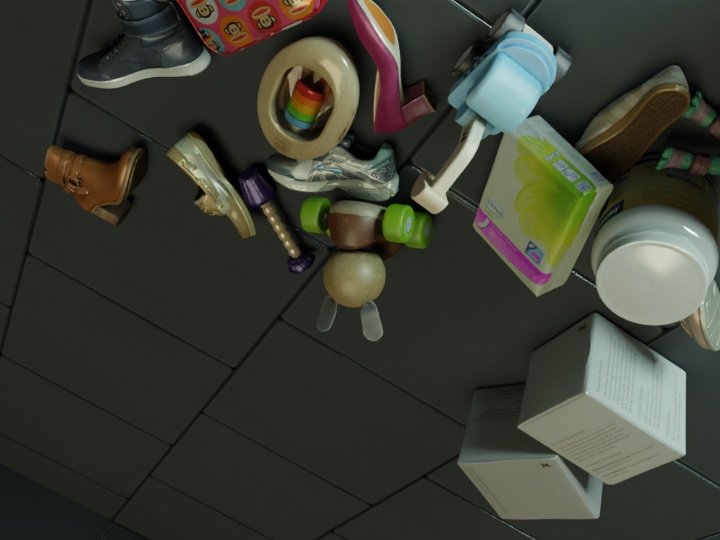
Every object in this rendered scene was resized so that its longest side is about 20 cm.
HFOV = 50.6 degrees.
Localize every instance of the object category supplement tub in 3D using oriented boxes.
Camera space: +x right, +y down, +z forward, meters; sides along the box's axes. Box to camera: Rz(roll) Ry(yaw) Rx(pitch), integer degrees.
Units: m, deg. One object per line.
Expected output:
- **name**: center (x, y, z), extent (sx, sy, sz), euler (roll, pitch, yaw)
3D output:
- **supplement tub**: center (0.367, -0.040, 0.948), extent (0.144, 0.200, 0.145), euler (13, 129, 16)

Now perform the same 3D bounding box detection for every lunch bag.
- **lunch bag**: center (-0.142, -0.375, 0.928), extent (0.200, 0.082, 0.176), euler (-13, 124, 32)

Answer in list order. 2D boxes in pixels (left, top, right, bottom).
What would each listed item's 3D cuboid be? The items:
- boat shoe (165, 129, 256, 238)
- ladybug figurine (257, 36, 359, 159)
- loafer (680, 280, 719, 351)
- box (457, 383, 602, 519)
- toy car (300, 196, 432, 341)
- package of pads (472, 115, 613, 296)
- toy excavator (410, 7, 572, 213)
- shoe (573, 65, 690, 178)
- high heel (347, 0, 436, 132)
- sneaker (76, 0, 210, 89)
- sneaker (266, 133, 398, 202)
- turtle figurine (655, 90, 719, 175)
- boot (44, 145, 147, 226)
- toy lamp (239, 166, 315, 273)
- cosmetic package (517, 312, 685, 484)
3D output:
- **boat shoe**: center (-0.239, -0.127, 1.219), extent (0.200, 0.066, 0.074), euler (59, 168, -26)
- **ladybug figurine**: center (-0.067, -0.236, 1.036), extent (0.136, 0.072, 0.200), euler (35, 135, -4)
- **loafer**: center (0.474, 0.032, 1.102), extent (0.063, 0.072, 0.200), euler (2, 131, 45)
- **box**: center (0.320, 0.333, 1.398), extent (0.200, 0.171, 0.199), euler (-14, 127, 34)
- **toy car**: center (0.000, 0.000, 1.140), extent (0.164, 0.200, 0.158), euler (8, 179, 25)
- **package of pads**: center (0.235, -0.087, 1.019), extent (0.155, 0.068, 0.200), euler (53, 151, 30)
- **toy excavator**: center (0.143, -0.183, 0.907), extent (0.100, 0.200, 0.194), euler (35, 137, -14)
- **shoe**: center (0.330, -0.177, 0.950), extent (0.070, 0.053, 0.200), euler (19, 146, -18)
- **high heel**: center (0.014, -0.261, 0.985), extent (0.096, 0.067, 0.200), euler (-19, 138, 25)
- **sneaker**: center (-0.325, -0.329, 1.041), extent (0.202, 0.077, 0.146), euler (-6, 144, 16)
- **sneaker**: center (-0.040, -0.164, 1.120), extent (0.200, 0.078, 0.086), euler (7, 125, 7)
- **turtle figurine**: center (0.463, -0.125, 0.894), extent (0.200, 0.150, 0.101), euler (26, 176, 13)
- **boot**: center (-0.453, -0.169, 1.284), extent (0.155, 0.074, 0.200), euler (34, 135, -7)
- **toy lamp**: center (-0.137, -0.083, 1.249), extent (0.058, 0.058, 0.200), euler (-4, 135, 27)
- **cosmetic package**: center (0.395, 0.211, 1.240), extent (0.200, 0.167, 0.166), euler (33, 138, -10)
